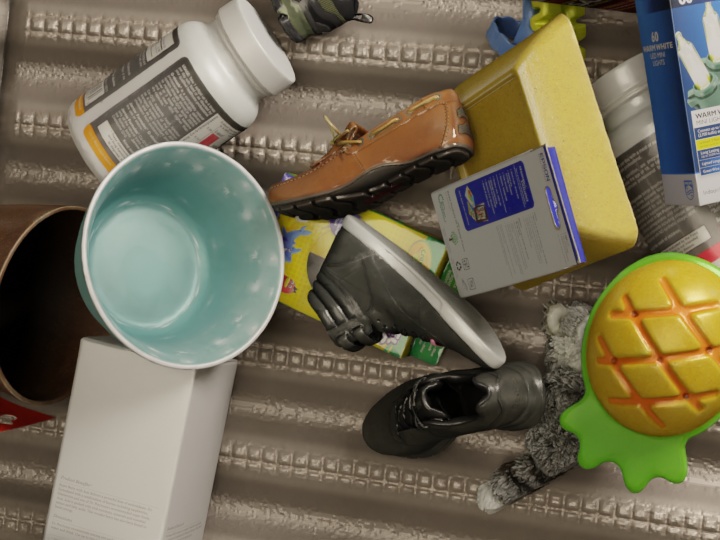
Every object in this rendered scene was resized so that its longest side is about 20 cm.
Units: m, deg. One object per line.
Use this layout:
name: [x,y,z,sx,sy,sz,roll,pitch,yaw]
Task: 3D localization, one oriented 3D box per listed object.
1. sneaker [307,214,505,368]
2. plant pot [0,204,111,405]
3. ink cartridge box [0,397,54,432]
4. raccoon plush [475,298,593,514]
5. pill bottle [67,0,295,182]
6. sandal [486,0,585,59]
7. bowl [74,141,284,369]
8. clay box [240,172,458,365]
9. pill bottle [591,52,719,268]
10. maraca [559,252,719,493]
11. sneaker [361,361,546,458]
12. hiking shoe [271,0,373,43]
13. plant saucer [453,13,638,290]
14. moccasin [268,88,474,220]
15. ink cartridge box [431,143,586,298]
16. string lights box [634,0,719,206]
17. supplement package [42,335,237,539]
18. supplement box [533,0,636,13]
sneaker: [0.035,0.047,1.295,0.200,0.071,0.100,40,100,24]
plant pot: [-0.363,0.014,1.403,0.198,0.186,0.189,12,92,27]
ink cartridge box: [-0.406,0.095,1.409,0.198,0.160,0.048,21,95,13]
raccoon plush: [0.159,0.115,1.308,0.199,0.097,0.135,-31,74,12]
pill bottle: [-0.167,-0.161,1.376,0.199,0.116,0.117,-32,82,11]
sandal: [0.161,-0.160,1.324,0.086,0.079,0.203,-2,93,42]
bowl: [-0.178,-0.008,1.327,0.105,0.199,0.203,-12,85,56]
clay box: [0.000,0.000,1.367,0.198,0.048,0.116,24,95,14]
pill bottle: [0.275,-0.086,1.268,0.110,0.111,0.201,-31,83,11]
maraca: [0.242,0.084,1.203,0.136,0.107,0.202,26,104,17]
sneaker: [0.066,0.120,1.304,0.199,0.090,0.077,-24,69,40]
hiking shoe: [-0.044,-0.321,1.378,0.099,0.076,0.203,-11,96,5]
plant saucer: [0.139,-0.091,1.264,0.048,0.200,0.202,-14,84,-27]
moccasin: [0.004,-0.103,1.304,0.200,0.073,0.079,-26,68,29]
ink cartridge box: [0.129,-0.040,1.214,0.039,0.200,0.101,-14,89,-25]
string lights box: [0.285,-0.160,1.170,0.102,0.059,0.203,-13,97,-16]
supplement package: [-0.205,0.171,1.378,0.120,0.120,0.202,13,93,15]
supplement box: [0.240,-0.256,1.237,0.198,0.109,0.062,4,90,-18]
